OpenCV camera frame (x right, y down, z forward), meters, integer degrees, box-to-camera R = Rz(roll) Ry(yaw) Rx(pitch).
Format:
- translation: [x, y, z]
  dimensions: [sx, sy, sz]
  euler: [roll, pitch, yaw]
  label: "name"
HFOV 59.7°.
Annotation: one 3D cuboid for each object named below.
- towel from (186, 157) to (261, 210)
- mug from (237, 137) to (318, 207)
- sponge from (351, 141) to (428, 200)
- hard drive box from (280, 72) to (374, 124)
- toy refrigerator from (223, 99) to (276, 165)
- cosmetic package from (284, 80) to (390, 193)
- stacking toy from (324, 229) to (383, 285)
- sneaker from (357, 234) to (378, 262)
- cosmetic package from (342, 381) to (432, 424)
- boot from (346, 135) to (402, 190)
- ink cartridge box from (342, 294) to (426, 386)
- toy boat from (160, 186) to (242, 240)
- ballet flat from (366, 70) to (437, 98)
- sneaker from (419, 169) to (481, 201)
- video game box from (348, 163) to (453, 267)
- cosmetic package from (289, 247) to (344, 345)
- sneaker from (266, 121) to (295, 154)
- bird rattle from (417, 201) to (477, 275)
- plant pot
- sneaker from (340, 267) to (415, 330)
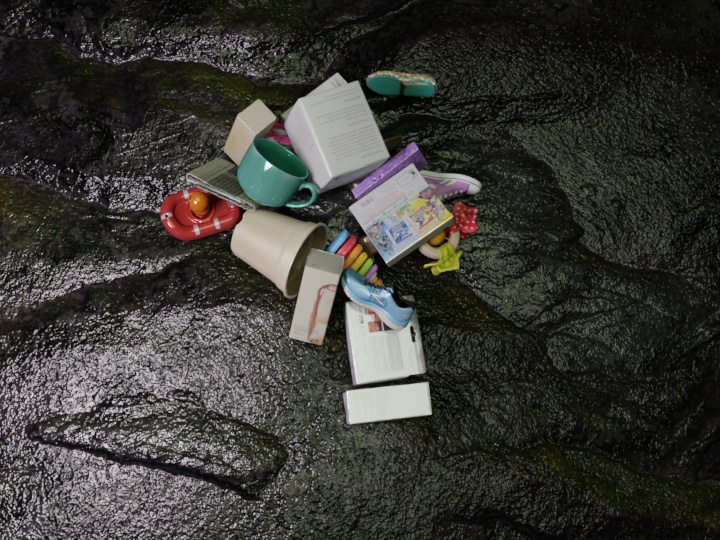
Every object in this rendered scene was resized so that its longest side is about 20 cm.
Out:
- translation: [-0.317, -0.213, 1.568]
  dimensions: [0.192, 0.200, 0.035]
  euler: [27, 114, 1]
  label: "towel"
- translation: [-0.209, -0.214, 1.498]
  dimensions: [0.185, 0.152, 0.115]
  euler: [51, 117, 26]
  label: "mug"
- translation: [0.077, -0.239, 1.603]
  dimensions: [0.199, 0.112, 0.030]
  euler: [-36, 70, 8]
  label: "sponge"
- translation: [-0.089, -0.400, 1.673]
  dimensions: [0.200, 0.077, 0.156]
  euler: [-39, 83, -13]
  label: "hard drive box"
- translation: [-0.280, -0.341, 1.563]
  dimensions: [0.070, 0.200, 0.076]
  euler: [47, 66, -6]
  label: "toy refrigerator"
- translation: [-0.062, -0.317, 1.525]
  dimensions: [0.166, 0.166, 0.201]
  euler: [-22, 89, -22]
  label: "cosmetic package"
- translation: [0.000, 0.000, 1.573]
  dimensions: [0.200, 0.116, 0.110]
  euler: [41, 90, -2]
  label: "stacking toy"
- translation: [0.092, -0.086, 1.632]
  dimensions: [0.199, 0.070, 0.076]
  euler: [-23, 100, -8]
  label: "sneaker"
- translation: [0.064, 0.318, 1.503]
  dimensions: [0.198, 0.113, 0.082]
  euler: [-6, 78, -8]
  label: "cosmetic package"
- translation: [0.041, -0.275, 1.666]
  dimensions: [0.199, 0.075, 0.097]
  euler: [-31, 92, -2]
  label: "boot"
- translation: [0.057, 0.172, 1.549]
  dimensions: [0.174, 0.084, 0.202]
  euler: [-6, 78, -8]
  label: "ink cartridge box"
- translation: [-0.399, -0.158, 1.561]
  dimensions: [0.199, 0.131, 0.131]
  euler: [-19, 79, -9]
  label: "toy boat"
- translation: [0.114, -0.516, 1.732]
  dimensions: [0.198, 0.076, 0.064]
  euler: [7, 45, -8]
  label: "ballet flat"
- translation: [0.216, -0.196, 1.659]
  dimensions: [0.199, 0.073, 0.115]
  euler: [7, 77, 8]
  label: "sneaker"
- translation: [0.101, -0.138, 1.559]
  dimensions: [0.199, 0.047, 0.183]
  euler: [-34, 67, 2]
  label: "video game box"
- translation: [-0.105, 0.063, 1.499]
  dimensions: [0.087, 0.104, 0.201]
  euler: [14, 118, -2]
  label: "cosmetic package"
- translation: [-0.236, -0.354, 1.649]
  dimensions: [0.081, 0.088, 0.200]
  euler: [-38, 60, -21]
  label: "sneaker"
- translation: [0.212, -0.093, 1.596]
  dimensions: [0.162, 0.113, 0.201]
  euler: [23, 80, -17]
  label: "bird rattle"
- translation: [-0.207, -0.060, 1.538]
  dimensions: [0.183, 0.201, 0.201]
  euler: [26, 76, 13]
  label: "plant pot"
- translation: [0.046, 0.049, 1.478]
  dimensions: [0.199, 0.090, 0.079]
  euler: [34, 35, -5]
  label: "sneaker"
